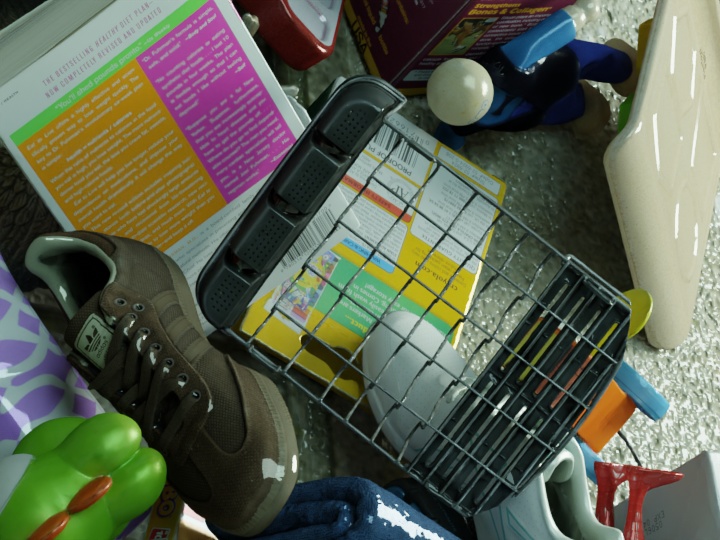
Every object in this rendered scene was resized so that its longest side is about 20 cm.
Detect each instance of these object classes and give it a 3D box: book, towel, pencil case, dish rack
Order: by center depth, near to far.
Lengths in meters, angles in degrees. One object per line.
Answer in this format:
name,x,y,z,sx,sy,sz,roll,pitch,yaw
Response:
towel,0.021,0.162,0.982,0.200,0.111,0.049,38,48,-40
pencil case,-0.171,0.056,1.008,0.085,0.084,0.200,-34,85,-9
dish rack,0.029,0.018,1.032,0.200,0.154,0.055,38,10,0
book,-0.096,-0.059,1.043,0.048,0.133,0.200,48,-9,51

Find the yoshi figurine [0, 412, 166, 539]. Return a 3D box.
yoshi figurine,-0.170,0.132,0.919,0.112,0.200,0.112,52,4,-43

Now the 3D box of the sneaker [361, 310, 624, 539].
sneaker,0.074,0.094,1.081,0.070,0.080,0.201,-17,64,-41

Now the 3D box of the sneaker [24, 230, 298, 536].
sneaker,-0.100,0.050,0.952,0.075,0.071,0.200,18,20,-38

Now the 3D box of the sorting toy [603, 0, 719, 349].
sorting toy,0.197,-0.080,1.316,0.186,0.036,0.200,69,34,-42

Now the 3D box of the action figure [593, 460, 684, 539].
action figure,0.145,0.207,1.116,0.051,0.065,0.201,9,87,-27

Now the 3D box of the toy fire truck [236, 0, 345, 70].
toy fire truck,-0.065,-0.226,1.233,0.168,0.112,0.200,48,28,-24

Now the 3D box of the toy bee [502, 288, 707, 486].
toy bee,0.118,0.077,1.188,0.131,0.200,0.109,-36,52,-18

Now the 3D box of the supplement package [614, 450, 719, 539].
supplement package,0.250,0.189,1.190,0.199,0.121,0.120,9,59,-29

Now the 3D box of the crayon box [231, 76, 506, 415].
crayon box,0.000,0.000,1.182,0.125,0.052,0.201,32,49,-14

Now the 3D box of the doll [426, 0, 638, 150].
doll,0.105,-0.117,1.273,0.200,0.136,0.049,-10,60,-53

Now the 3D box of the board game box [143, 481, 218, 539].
board game box,-0.034,0.169,1.025,0.200,0.030,0.096,45,43,-38

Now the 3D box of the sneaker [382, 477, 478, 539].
sneaker,0.086,0.192,1.109,0.082,0.073,0.201,-16,74,-41

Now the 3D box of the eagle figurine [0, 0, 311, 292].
eagle figurine,-0.137,-0.081,1.095,0.200,0.151,0.152,-19,85,-51

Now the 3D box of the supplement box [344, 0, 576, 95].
supplement box,0.087,-0.195,1.259,0.110,0.200,0.086,-8,67,-36
